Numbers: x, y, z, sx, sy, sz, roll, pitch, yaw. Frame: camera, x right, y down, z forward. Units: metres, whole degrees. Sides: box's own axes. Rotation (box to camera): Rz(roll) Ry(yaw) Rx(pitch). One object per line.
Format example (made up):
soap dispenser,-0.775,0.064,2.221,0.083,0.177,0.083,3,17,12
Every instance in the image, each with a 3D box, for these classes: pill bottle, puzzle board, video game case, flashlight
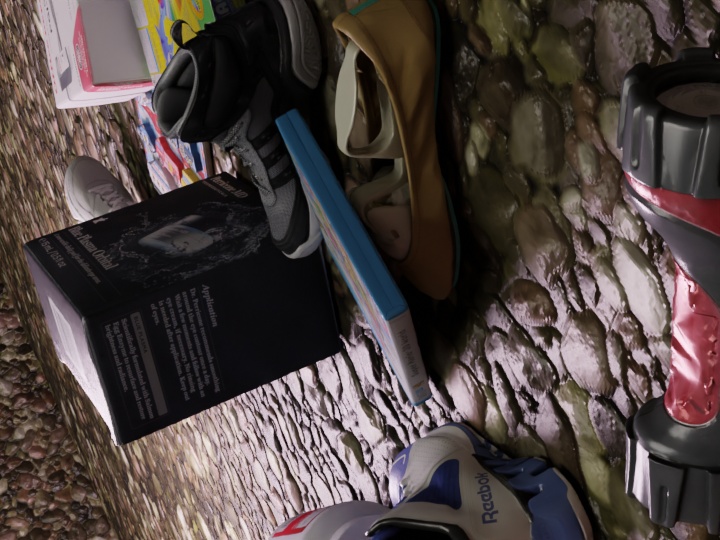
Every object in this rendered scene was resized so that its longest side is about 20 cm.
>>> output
pill bottle,-0.013,0.249,0.958,0.113,0.111,0.200,67,158,7
puzzle board,-0.193,-0.114,1.203,0.200,0.017,0.152,47,149,45
video game case,0.000,0.000,0.751,0.144,0.018,0.200,61,177,21
flashlight,0.134,0.016,0.470,0.068,0.067,0.202,41,144,48

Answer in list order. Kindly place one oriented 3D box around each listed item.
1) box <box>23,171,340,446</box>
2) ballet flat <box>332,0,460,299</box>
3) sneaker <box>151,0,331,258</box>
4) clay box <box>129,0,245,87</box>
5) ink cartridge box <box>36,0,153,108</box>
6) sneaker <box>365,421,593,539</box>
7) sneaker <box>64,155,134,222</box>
box,-0.151,0.021,0.971,0.196,0.198,0.119,32,138,56
ballet flat,0.016,-0.066,0.685,0.069,0.062,0.202,39,143,53
sneaker,-0.085,-0.092,0.823,0.075,0.113,0.202,41,141,50
clay box,-0.131,-0.189,0.949,0.200,0.047,0.116,14,121,63
ink cartridge box,-0.251,-0.240,1.122,0.200,0.084,0.148,-175,75,-68
sneaker,0.045,0.158,0.738,0.199,0.114,0.081,-3,106,67
sneaker,-0.282,-0.063,1.379,0.201,0.075,0.092,56,148,13
